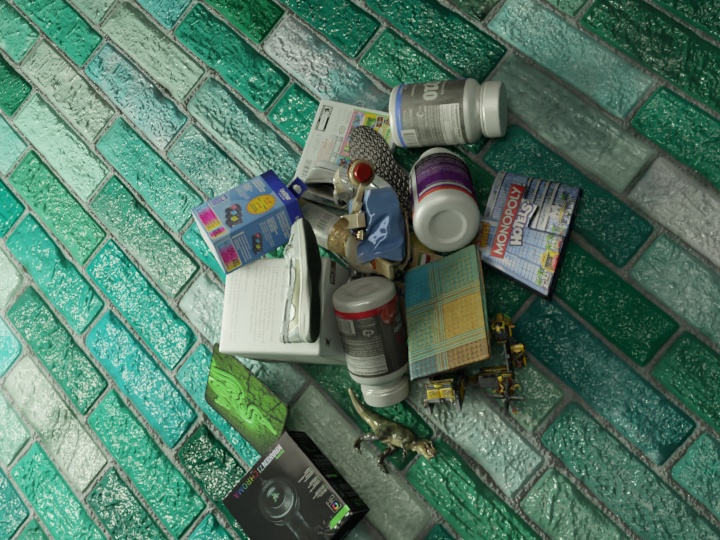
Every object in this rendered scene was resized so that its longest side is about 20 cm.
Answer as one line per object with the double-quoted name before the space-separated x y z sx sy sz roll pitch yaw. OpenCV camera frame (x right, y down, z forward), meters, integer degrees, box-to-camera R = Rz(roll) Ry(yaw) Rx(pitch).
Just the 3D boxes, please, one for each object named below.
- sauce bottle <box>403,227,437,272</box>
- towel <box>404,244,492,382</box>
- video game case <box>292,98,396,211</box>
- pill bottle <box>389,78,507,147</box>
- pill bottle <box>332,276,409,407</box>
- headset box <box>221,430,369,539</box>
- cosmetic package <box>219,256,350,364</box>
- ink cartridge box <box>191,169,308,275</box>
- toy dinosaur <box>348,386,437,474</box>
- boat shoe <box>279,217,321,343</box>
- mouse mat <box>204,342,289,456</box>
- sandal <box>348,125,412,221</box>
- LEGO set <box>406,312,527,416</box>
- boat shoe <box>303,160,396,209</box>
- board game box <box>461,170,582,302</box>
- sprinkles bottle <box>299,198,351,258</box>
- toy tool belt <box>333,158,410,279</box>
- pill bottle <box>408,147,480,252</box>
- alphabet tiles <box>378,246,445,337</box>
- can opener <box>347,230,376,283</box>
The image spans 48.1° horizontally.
"sauce bottle" 0.084 -0.040 1.439 0.065 0.065 0.200 -45 67 5
"towel" 0.137 0.069 1.296 0.145 0.022 0.203 -21 54 27
"video game case" -0.027 -0.218 1.547 0.179 0.022 0.203 16 83 23
"pill bottle" 0.159 -0.282 1.442 0.196 0.114 0.116 -1 77 20
"pill bottle" 0.024 0.122 1.359 0.109 0.111 0.204 -6 112 19
"headset box" -0.107 0.411 1.388 0.174 0.093 0.200 -46 68 5
"cosmetic package" -0.122 0.075 1.434 0.196 0.165 0.168 0 78 21
"ink cartridge box" -0.182 -0.096 1.425 0.198 0.077 0.137 -27 39 -13
"toy dinosaur" 0.038 0.290 1.390 0.198 0.048 0.089 30 74 24
"boat shoe" -0.102 0.016 1.313 0.063 0.074 0.206 -5 81 15
"mouse mat" -0.210 0.241 1.461 0.199 0.007 0.163 38 131 25
"sandal" 0.046 -0.174 1.481 0.075 0.048 0.202 -37 90 -1
"LEGO set" 0.170 0.156 1.308 0.196 0.116 0.157 -1 108 13
"boat shoe" -0.022 -0.141 1.461 0.198 0.074 0.066 19 59 40
"board game box" 0.257 -0.072 1.384 0.197 0.062 0.204 15 83 22
"sprinkles bottle" -0.084 -0.087 1.511 0.198 0.068 0.069 27 87 24
"toy tool belt" 0.024 -0.088 1.339 0.122 0.123 0.204 -10 95 -10
"pill bottle" 0.140 -0.129 1.375 0.111 0.113 0.202 -21 33 15
"alphabet tiles" 0.094 0.064 1.398 0.165 0.008 0.204 18 106 29
"can opener" 0.000 0.000 1.434 0.052 0.067 0.204 4 82 -13
